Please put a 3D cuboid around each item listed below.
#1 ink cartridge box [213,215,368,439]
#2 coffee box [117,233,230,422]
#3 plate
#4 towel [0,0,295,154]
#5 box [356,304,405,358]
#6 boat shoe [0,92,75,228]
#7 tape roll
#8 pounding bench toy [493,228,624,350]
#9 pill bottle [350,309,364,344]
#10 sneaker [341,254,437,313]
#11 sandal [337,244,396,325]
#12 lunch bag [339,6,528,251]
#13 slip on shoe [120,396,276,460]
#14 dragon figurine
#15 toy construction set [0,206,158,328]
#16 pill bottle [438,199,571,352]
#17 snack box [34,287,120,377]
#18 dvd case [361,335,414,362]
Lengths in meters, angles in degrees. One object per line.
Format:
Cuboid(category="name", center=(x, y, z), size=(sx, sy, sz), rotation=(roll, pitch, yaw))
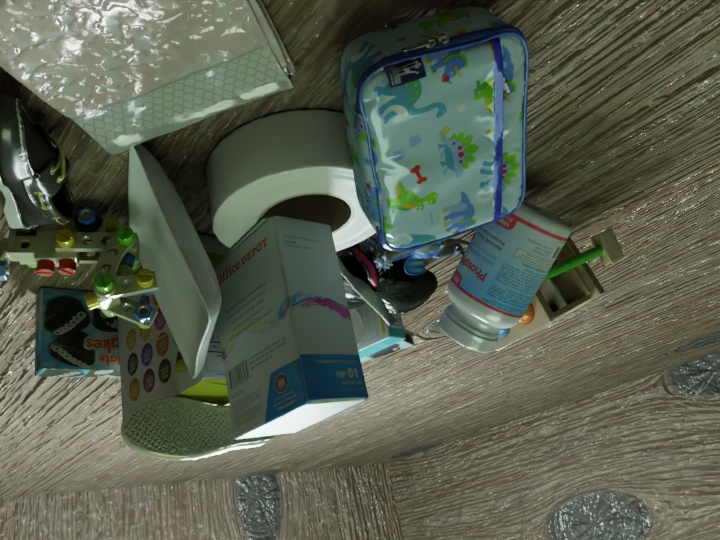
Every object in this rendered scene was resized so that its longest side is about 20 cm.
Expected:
Cuboid(category="ink cartridge box", center=(-0.083, 0.062, 0.702), size=(0.085, 0.200, 0.144), rotation=(4, 153, -41))
Cuboid(category="coffee box", center=(-0.192, 0.092, 0.896), size=(0.200, 0.198, 0.200), rotation=(13, 147, -44))
Cuboid(category="plate", center=(-0.194, -0.006, 0.686), size=(0.032, 0.200, 0.200), rotation=(-20, 162, -26))
Cuboid(category="towel", center=(-0.170, -0.173, 0.508), size=(0.200, 0.032, 0.191), rotation=(-17, 156, 10))
Cuboid(category="box", center=(-0.015, 0.119, 1.189), size=(0.200, 0.082, 0.049), rotation=(-28, 152, 35))
Cuboid(category="boat shoe", center=(-0.292, -0.095, 0.583), size=(0.060, 0.072, 0.201), rotation=(-2, 163, -21))
Cuboid(category="tape roll", center=(-0.063, -0.085, 0.711), size=(0.202, 0.071, 0.202), rotation=(-10, 156, -4))
Cuboid(category="pounding bench toy", center=(0.268, 0.012, 0.965), size=(0.156, 0.124, 0.200), rotation=(-19, 165, -37))
Cuboid(category="pill bottle", center=(-0.088, 0.127, 1.135), size=(0.111, 0.111, 0.200), rotation=(11, 148, -42))
Cuboid(category="sneaker", center=(0.038, 0.015, 0.995), size=(0.200, 0.076, 0.091), rotation=(-2, 147, -28))
Cuboid(category="sandal", center=(0.000, 0.000, 0.898), size=(0.045, 0.075, 0.200), rotation=(-39, 127, 3))
Cuboid(category="lunch bag", center=(0.071, -0.122, 0.585), size=(0.161, 0.082, 0.200), rotation=(-17, 132, -10))
Cuboid(category="slip on shoe", center=(-0.193, 0.193, 0.793), size=(0.200, 0.074, 0.061), rotation=(7, 153, -41))
Cuboid(category="dragon figurine", center=(0.088, -0.031, 0.915), size=(0.099, 0.059, 0.200), rotation=(-25, 162, 30))
Cuboid(category="toy construction set", center=(-0.316, -0.005, 0.689), size=(0.200, 0.131, 0.092), rotation=(6, 152, -26))
Cuboid(category="pill bottle", center=(0.185, 0.005, 0.872), size=(0.109, 0.109, 0.200), rotation=(11, 111, -43))
Cuboid(category="snack box", center=(-0.350, 0.092, 0.925), size=(0.200, 0.116, 0.037), rotation=(9, 150, -40))
Cuboid(category="dvd case", center=(0.009, 0.150, 1.351), size=(0.146, 0.022, 0.200), rotation=(-20, 155, 20))
